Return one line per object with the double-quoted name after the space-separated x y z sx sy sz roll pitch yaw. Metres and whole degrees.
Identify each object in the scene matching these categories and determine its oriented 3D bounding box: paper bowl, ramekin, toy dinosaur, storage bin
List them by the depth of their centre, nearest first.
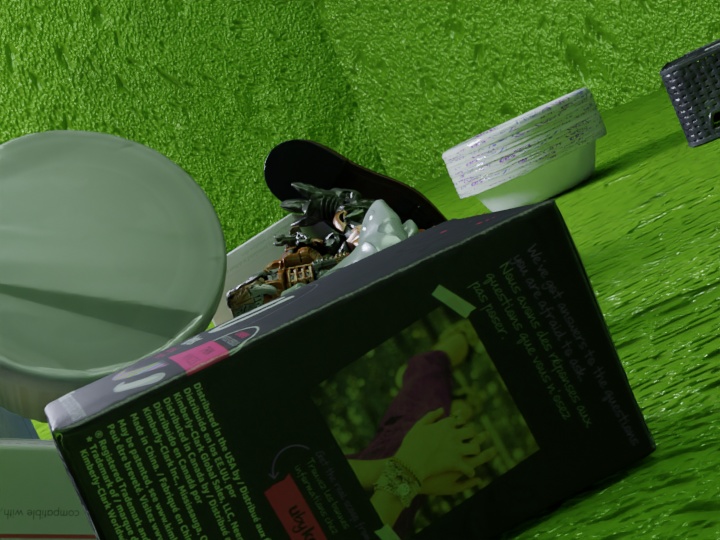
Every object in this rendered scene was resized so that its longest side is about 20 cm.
-0.193 0.012 0.963 0.201 0.203 0.095 -26 -26 -29 "ramekin"
0.000 0.000 1.034 0.198 0.103 0.136 4 11 -18 "toy dinosaur"
0.424 -0.218 1.632 0.134 0.094 0.200 -23 5 18 "storage bin"
0.208 -0.139 1.765 0.199 0.105 0.201 -24 5 2 "paper bowl"

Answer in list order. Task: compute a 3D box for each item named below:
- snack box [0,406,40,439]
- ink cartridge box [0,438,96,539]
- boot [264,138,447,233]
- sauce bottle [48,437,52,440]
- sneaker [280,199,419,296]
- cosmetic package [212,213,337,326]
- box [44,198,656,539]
-0.304 0.112 1.083 0.067 0.170 0.200 -27 5 -26 "snack box"
-0.174 0.119 0.710 0.115 0.069 0.200 4 -6 -21 "ink cartridge box"
0.018 -0.045 1.161 0.075 0.199 0.097 -54 0 10 "boot"
-0.198 0.142 0.855 0.199 0.065 0.064 -26 5 -40 "sauce bottle"
-0.006 0.024 0.908 0.115 0.075 0.199 -57 22 -18 "sneaker"
-0.052 0.014 1.220 0.107 0.085 0.200 -31 -7 11 "cosmetic package"
-0.010 0.061 0.553 0.199 0.107 0.122 -24 5 -14 "box"
